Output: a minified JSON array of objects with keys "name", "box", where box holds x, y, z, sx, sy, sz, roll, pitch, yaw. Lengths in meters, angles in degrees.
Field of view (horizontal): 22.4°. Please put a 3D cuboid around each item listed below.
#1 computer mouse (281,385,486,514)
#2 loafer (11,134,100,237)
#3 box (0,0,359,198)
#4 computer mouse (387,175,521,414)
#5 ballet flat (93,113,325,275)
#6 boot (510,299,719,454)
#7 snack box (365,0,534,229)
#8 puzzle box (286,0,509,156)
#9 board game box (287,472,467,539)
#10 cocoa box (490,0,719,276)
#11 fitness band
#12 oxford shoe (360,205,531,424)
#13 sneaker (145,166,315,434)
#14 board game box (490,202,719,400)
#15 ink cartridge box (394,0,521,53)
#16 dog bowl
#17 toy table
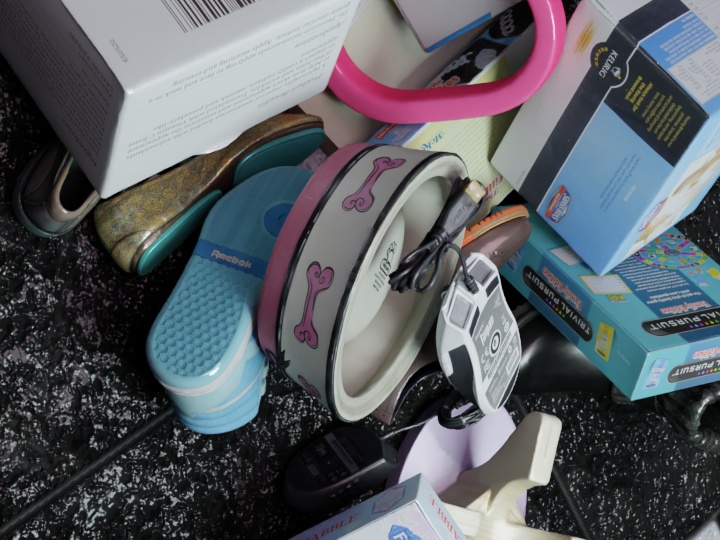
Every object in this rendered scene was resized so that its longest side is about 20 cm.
[{"name":"computer mouse","box":[0.030,0.130,1.376,0.199,0.059,0.034,-26,128,-10]},{"name":"loafer","box":[-0.169,-0.109,1.283,0.072,0.063,0.201,39,70,-23]},{"name":"box","box":[-0.138,-0.192,1.224,0.198,0.131,0.201,-28,72,-29]},{"name":"computer mouse","box":[0.070,0.029,1.292,0.110,0.044,0.201,-60,148,-33]},{"name":"ballet flat","box":[-0.112,-0.073,1.320,0.200,0.070,0.071,-38,106,-28]},{"name":"boot","box":[0.209,0.086,1.435,0.210,0.158,0.080,-13,135,-31]},{"name":"snack box","box":[0.095,-0.112,1.430,0.200,0.037,0.117,-44,133,-25]},{"name":"puzzle box","box":[0.025,-0.174,1.422,0.133,0.025,0.201,46,67,-20]},{"name":"board game box","box":[0.013,0.271,1.313,0.201,0.198,0.041,56,20,-17]},{"name":"cocoa box","box":[0.213,-0.120,1.359,0.133,0.201,0.131,-32,71,-35]},{"name":"fitness band","box":[0.052,-0.179,1.316,0.037,0.198,0.145,-46,127,-55]},{"name":"oxford shoe","box":[0.067,0.034,1.386,0.200,0.071,0.073,-44,75,-5]},{"name":"sneaker","box":[-0.085,0.028,1.307,0.079,0.131,0.201,25,61,17]},{"name":"board game box","box":[0.212,0.014,1.426,0.150,0.200,0.047,-9,129,-33]},{"name":"ink cartridge box","box":[0.130,-0.263,1.391,0.200,0.146,0.086,-41,101,-42]},{"name":"dog bowl","box":[0.000,0.000,1.270,0.200,0.073,0.201,-52,155,-36]},{"name":"toy table","box":[0.095,0.196,1.395,0.182,0.117,0.202,5,86,-30]}]
